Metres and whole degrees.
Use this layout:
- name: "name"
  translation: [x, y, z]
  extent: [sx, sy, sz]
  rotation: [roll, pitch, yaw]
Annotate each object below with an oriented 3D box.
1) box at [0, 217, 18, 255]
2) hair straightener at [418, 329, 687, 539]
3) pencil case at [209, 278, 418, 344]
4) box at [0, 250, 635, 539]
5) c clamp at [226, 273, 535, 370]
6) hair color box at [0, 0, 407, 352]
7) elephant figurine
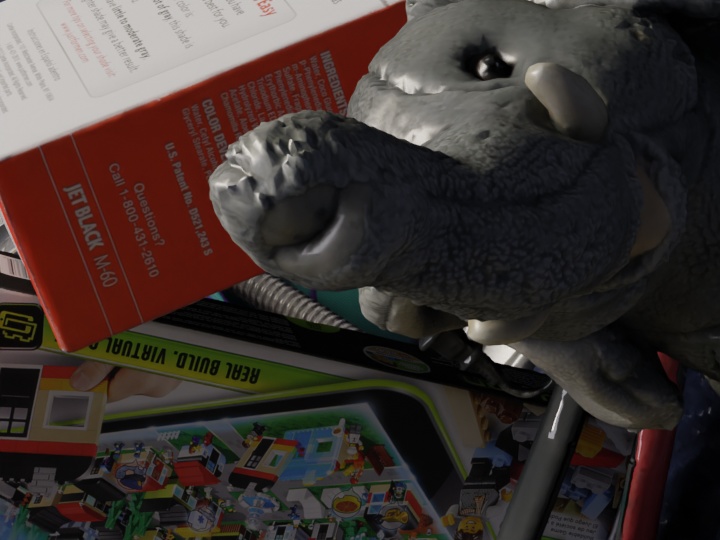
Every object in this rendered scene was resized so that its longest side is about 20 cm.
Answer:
- name: "box"
  translation: [-0.060, 0.059, 0.969]
  extent: [0.050, 0.200, 0.158]
  rotation: [-36, 12, -5]
- name: "hair straightener"
  translation: [0.049, 0.022, 0.731]
  extent: [0.041, 0.077, 0.200]
  rotation: [-66, -13, -54]
- name: "pencil case"
  translation: [-0.017, -0.004, 1.060]
  extent: [0.085, 0.092, 0.200]
  rotation: [-33, 14, -5]
- name: "box"
  translation: [-0.027, 0.069, 0.807]
  extent: [0.035, 0.200, 0.110]
  rotation: [-120, 44, -69]
- name: "c clamp"
  translation: [0.000, 0.000, 0.921]
  extent: [0.200, 0.027, 0.171]
  rotation: [38, 104, 33]
- name: "hair color box"
  translation: [-0.009, -0.060, 0.766]
  extent: [0.111, 0.200, 0.064]
  rotation: [-126, 14, -62]
- name: "elephant figurine"
  translation: [0.053, -0.023, 0.588]
  extent: [0.155, 0.200, 0.142]
  rotation: [131, 149, -61]
